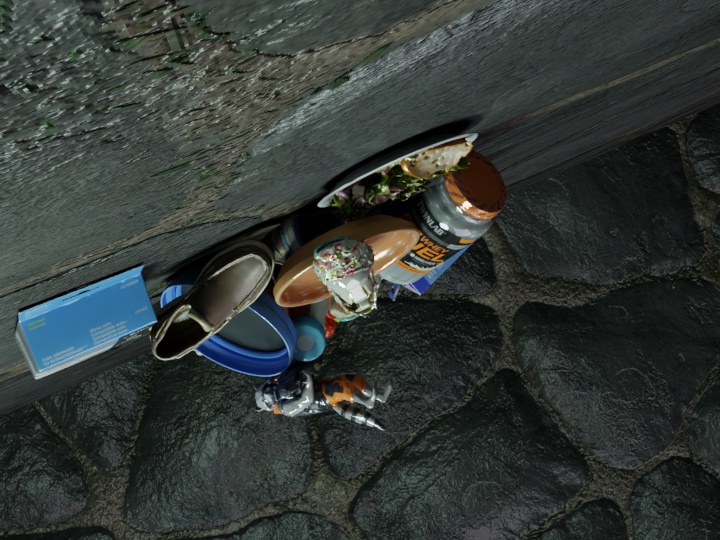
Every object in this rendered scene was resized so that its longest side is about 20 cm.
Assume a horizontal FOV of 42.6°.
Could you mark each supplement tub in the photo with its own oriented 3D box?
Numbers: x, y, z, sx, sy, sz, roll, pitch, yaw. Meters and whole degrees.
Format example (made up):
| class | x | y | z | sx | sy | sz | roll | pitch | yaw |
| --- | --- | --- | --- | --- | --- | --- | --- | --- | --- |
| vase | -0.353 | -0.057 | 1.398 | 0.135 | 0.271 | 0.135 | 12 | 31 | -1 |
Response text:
| class | x | y | z | sx | sy | sz | roll | pitch | yaw |
| --- | --- | --- | --- | --- | --- | --- | --- | --- | --- |
| supplement tub | 0.097 | -0.073 | 1.257 | 0.122 | 0.123 | 0.200 | -22 | 169 | -44 |

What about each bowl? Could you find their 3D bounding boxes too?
| class | x | y | z | sx | sy | sz | roll | pitch | yaw |
| --- | --- | --- | --- | --- | --- | --- | --- | --- | --- |
| bowl | -0.179 | 0.071 | 1.278 | 0.200 | 0.201 | 0.039 | -26 | -150 | 51 |

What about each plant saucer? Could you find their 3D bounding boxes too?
| class | x | y | z | sx | sy | sz | roll | pitch | yaw |
| --- | --- | --- | --- | --- | --- | --- | --- | --- | --- |
| plant saucer | -0.022 | -0.016 | 1.165 | 0.200 | 0.038 | 0.200 | -25 | 166 | -7 |

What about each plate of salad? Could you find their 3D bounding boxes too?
| class | x | y | z | sx | sy | sz | roll | pitch | yaw |
| --- | --- | --- | --- | --- | --- | --- | --- | --- | --- |
| plate of salad | 0.046 | -0.105 | 1.057 | 0.200 | 0.048 | 0.200 | -24 | 179 | -1 |

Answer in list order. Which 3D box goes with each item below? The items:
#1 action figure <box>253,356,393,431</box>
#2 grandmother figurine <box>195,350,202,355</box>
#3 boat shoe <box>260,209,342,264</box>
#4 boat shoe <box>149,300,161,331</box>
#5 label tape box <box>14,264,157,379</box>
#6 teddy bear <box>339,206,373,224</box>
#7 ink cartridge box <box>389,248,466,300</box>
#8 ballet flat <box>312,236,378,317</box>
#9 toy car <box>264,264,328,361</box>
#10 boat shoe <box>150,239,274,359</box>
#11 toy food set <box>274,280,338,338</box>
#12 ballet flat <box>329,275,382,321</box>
| class | x | y | z | sx | sy | sz | roll | pitch | yaw |
| --- | --- | --- | --- | --- | --- | --- | --- | --- | --- |
| action figure | -0.064 | 0.184 | 1.321 | 0.193 | 0.105 | 0.200 | -1 | -171 | 14 |
| grandmother figurine | -0.257 | 0.106 | 1.563 | 0.121 | 0.200 | 0.061 | -57 | 166 | -67 |
| boat shoe | -0.075 | -0.040 | 1.234 | 0.072 | 0.072 | 0.200 | -19 | 170 | 19 |
| boat shoe | -0.243 | 0.038 | 1.442 | 0.200 | 0.071 | 0.065 | -23 | 143 | -29 |
| label tape box | -0.317 | 0.064 | 1.067 | 0.144 | 0.063 | 0.200 | -24 | 179 | -23 |
| teddy bear | 0.051 | -0.094 | 1.428 | 0.200 | 0.067 | 0.145 | -18 | 171 | 14 |
| ink cartridge box | 0.110 | -0.037 | 1.540 | 0.200 | 0.076 | 0.136 | -43 | -171 | -2 |
| ballet flat | -0.007 | 0.012 | 1.083 | 0.076 | 0.064 | 0.200 | -27 | 166 | 3 |
| toy car | -0.143 | 0.026 | 1.382 | 0.199 | 0.177 | 0.184 | 7 | -162 | -3 |
| boat shoe | -0.183 | 0.045 | 1.138 | 0.202 | 0.075 | 0.075 | -41 | -159 | 24 |
| toy food set | -0.078 | 0.033 | 1.591 | 0.049 | 0.198 | 0.200 | 14 | 164 | 37 |
| ballet flat | 0.000 | 0.000 | 1.319 | 0.067 | 0.062 | 0.200 | -7 | -156 | 25 |
